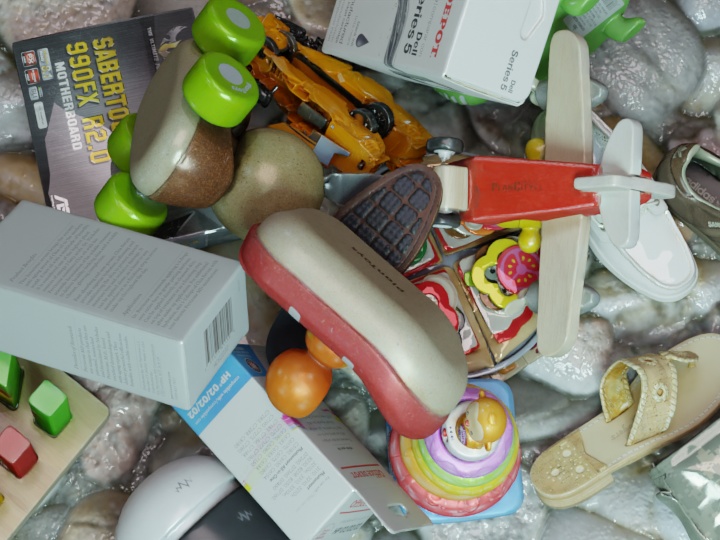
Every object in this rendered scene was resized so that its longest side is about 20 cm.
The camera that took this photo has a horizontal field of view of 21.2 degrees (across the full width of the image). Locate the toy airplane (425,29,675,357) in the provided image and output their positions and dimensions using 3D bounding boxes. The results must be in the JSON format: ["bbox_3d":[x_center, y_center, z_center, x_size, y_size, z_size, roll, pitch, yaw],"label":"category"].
[{"bbox_3d":[0.160,-0.063,1.546,0.200,0.141,0.199,-47,66,15],"label":"toy airplane"}]

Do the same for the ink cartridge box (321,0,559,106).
[{"bbox_3d":[0.068,-0.223,1.544,0.084,0.200,0.146,16,93,-32],"label":"ink cartridge box"}]

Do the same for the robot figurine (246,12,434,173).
[{"bbox_3d":[-0.043,-0.144,1.604,0.200,0.058,0.145,38,31,19],"label":"robot figurine"}]

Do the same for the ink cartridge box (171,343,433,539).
[{"bbox_3d":[-0.045,0.150,1.499,0.068,0.115,0.200,-47,73,10],"label":"ink cartridge box"}]

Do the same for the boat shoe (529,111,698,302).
[{"bbox_3d":[0.216,-0.062,1.624,0.071,0.069,0.200,-35,81,-17],"label":"boat shoe"}]

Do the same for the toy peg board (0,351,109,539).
[{"bbox_3d":[-0.336,0.119,1.513,0.200,0.098,0.199,37,74,7],"label":"toy peg board"}]

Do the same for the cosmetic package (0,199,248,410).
[{"bbox_3d":[-0.195,0.024,1.453,0.199,0.072,0.102,16,43,20],"label":"cosmetic package"}]

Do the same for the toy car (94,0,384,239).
[{"bbox_3d":[-0.081,-0.082,1.517,0.199,0.164,0.158,29,34,-20],"label":"toy car"}]

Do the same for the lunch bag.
[{"bbox_3d":[0.345,0.175,1.543,0.199,0.118,0.164,-33,79,-17],"label":"lunch bag"}]

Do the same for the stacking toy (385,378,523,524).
[{"bbox_3d":[0.083,0.129,1.490,0.109,0.200,0.117,-4,78,-6],"label":"stacking toy"}]

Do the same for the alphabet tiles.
[{"bbox_3d":[0.072,0.007,1.625,0.166,0.006,0.201,-32,79,-13],"label":"alphabet tiles"}]

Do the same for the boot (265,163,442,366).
[{"bbox_3d":[0.000,0.000,1.537,0.075,0.097,0.200,39,96,9],"label":"boot"}]

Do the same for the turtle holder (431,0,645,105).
[{"bbox_3d":[0.137,-0.219,1.642,0.140,0.186,0.132,-6,54,-44],"label":"turtle holder"}]

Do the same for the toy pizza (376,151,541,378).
[{"bbox_3d":[0.074,-0.009,1.610,0.199,0.032,0.202,1,74,-4],"label":"toy pizza"}]

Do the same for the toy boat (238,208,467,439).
[{"bbox_3d":[-0.020,0.055,1.428,0.200,0.130,0.131,41,104,10],"label":"toy boat"}]

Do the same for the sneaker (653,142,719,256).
[{"bbox_3d":[0.335,-0.035,1.623,0.199,0.076,0.071,33,74,5],"label":"sneaker"}]

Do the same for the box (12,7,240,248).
[{"bbox_3d":[-0.195,-0.108,1.614,0.157,0.048,0.201,-12,76,-7],"label":"box"}]

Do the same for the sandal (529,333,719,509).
[{"bbox_3d":[0.221,0.106,1.564,0.211,0.070,0.078,-37,46,-11],"label":"sandal"}]

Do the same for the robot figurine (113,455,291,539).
[{"bbox_3d":[-0.101,0.237,1.487,0.200,0.150,0.125,45,103,7],"label":"robot figurine"}]
